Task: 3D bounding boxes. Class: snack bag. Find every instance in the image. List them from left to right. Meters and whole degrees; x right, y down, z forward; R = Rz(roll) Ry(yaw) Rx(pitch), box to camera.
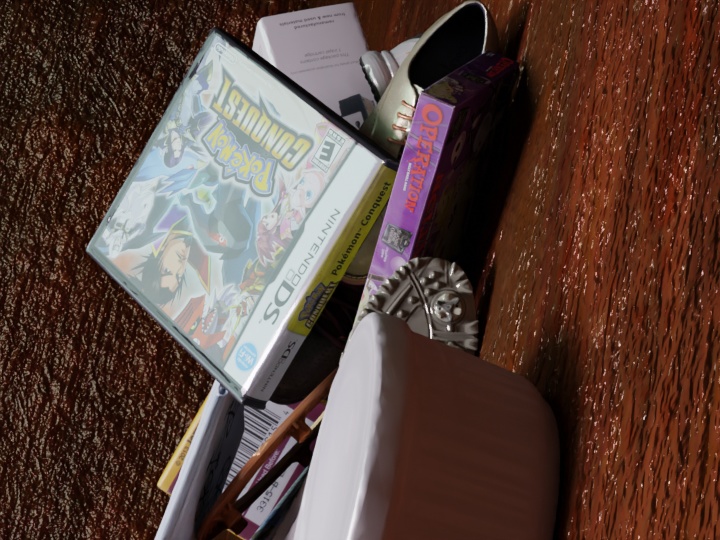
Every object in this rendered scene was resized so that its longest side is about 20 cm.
[{"bbox_3d":[-0.119,0.164,1.286,0.200,0.021,0.190,99,-170,-67],"label":"snack bag"}]

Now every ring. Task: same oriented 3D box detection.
[{"bbox_3d":[-0.042,0.121,1.316,0.200,0.019,0.201,-46,-8,-8],"label":"ring"}]

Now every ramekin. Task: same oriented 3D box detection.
[{"bbox_3d":[0.025,0.127,0.867,0.202,0.093,0.204,-166,90,-83],"label":"ramekin"}]

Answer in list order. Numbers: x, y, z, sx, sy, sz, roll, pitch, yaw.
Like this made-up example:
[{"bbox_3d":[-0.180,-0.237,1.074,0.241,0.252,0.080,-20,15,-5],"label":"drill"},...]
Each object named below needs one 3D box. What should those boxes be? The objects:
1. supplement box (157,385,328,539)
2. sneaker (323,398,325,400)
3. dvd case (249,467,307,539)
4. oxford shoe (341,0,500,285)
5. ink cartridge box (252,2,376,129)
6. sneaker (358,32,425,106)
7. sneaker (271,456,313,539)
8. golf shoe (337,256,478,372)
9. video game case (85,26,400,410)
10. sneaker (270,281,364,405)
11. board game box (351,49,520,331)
[{"bbox_3d":[-0.086,0.137,1.557,0.132,0.103,0.200,-60,1,4],"label":"supplement box"},{"bbox_3d":[-0.061,0.017,1.338,0.078,0.200,0.066,-44,40,8],"label":"sneaker"},{"bbox_3d":[-0.051,0.178,1.377,0.200,0.018,0.143,-52,1,-12],"label":"dvd case"},{"bbox_3d":[0.028,-0.087,1.195,0.074,0.070,0.201,84,-150,-75],"label":"oxford shoe"},{"bbox_3d":[-0.024,-0.079,1.437,0.146,0.084,0.202,113,142,-65],"label":"ink cartridge box"},{"bbox_3d":[0.054,-0.128,1.342,0.200,0.079,0.074,6,-120,-84],"label":"sneaker"},{"bbox_3d":[-0.020,0.190,1.233,0.080,0.076,0.202,-138,62,-76],"label":"sneaker"},{"bbox_3d":[0.019,0.086,1.121,0.097,0.078,0.202,-80,5,-84],"label":"golf shoe"},{"bbox_3d":[-0.081,-0.038,1.219,0.200,0.025,0.182,39,103,39],"label":"video game case"},{"bbox_3d":[0.000,0.000,1.262,0.201,0.076,0.115,-54,9,-18],"label":"sneaker"},{"bbox_3d":[0.042,-0.029,1.154,0.120,0.032,0.201,-32,-37,-57],"label":"board game box"}]
